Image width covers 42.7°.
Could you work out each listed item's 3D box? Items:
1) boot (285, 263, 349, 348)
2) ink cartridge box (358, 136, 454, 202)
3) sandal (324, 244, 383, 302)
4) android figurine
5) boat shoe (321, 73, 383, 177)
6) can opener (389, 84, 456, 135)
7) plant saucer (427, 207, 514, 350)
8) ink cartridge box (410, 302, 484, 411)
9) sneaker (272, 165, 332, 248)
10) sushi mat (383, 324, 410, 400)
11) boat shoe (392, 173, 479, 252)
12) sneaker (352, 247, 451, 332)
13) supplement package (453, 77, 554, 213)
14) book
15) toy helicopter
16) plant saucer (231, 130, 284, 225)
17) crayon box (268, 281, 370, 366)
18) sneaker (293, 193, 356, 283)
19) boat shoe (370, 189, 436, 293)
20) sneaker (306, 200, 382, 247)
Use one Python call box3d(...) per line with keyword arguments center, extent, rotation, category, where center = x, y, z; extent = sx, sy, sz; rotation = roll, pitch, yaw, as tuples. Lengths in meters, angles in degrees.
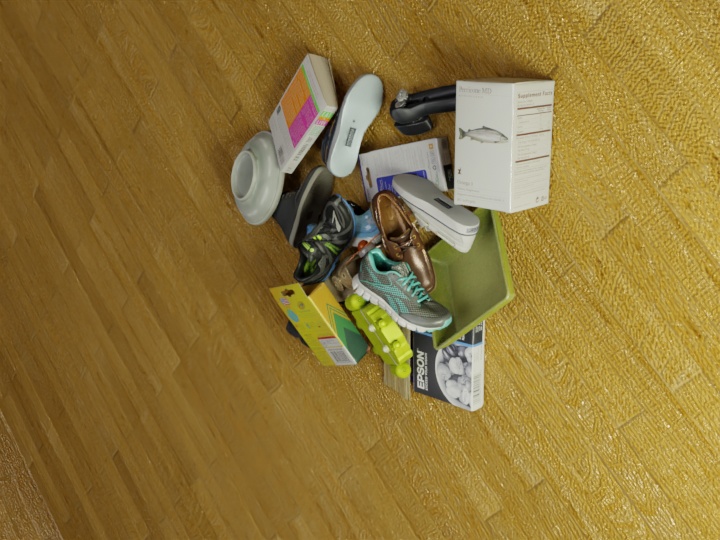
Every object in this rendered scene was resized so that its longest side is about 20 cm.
box3d(center=(-0.069, 0.088, 1.894), extent=(0.165, 0.065, 0.201), rotation=(44, 128, 30), category="boot")
box3d(center=(0.082, -0.183, 1.689), extent=(0.199, 0.037, 0.095), rotation=(-5, 99, 43), category="ink cartridge box")
box3d(center=(-0.002, -0.005, 1.747), extent=(0.211, 0.070, 0.078), rotation=(-26, 74, 23), category="sandal")
box3d(center=(0.037, 0.118, 1.706), extent=(0.183, 0.041, 0.200), rotation=(57, 169, -4), category="android figurine")
box3d(center=(-0.024, -0.281, 1.744), extent=(0.201, 0.070, 0.091), rotation=(-68, 24, 13), category="boat shoe")
box3d(center=(0.130, -0.293, 1.604), extent=(0.199, 0.078, 0.064), rotation=(-11, 55, 43), category="can opener")
box3d(center=(0.192, 0.013, 1.582), extent=(0.200, 0.048, 0.201), rotation=(-42, 42, 43), category="plant saucer")
box3d(center=(0.142, 0.140, 1.716), extent=(0.199, 0.043, 0.200), rotation=(13, 110, 44), category="ink cartridge box")
box3d(center=(-0.131, -0.151, 1.882), extent=(0.106, 0.074, 0.201), rotation=(46, 130, 26), category="sneaker")
box3d(center=(0.070, 0.145, 1.784), extent=(0.096, 0.012, 0.202), rotation=(31, 127, 57), category="sushi mat")
box3d(center=(0.125, -0.101, 1.601), extent=(0.200, 0.072, 0.066), rotation=(36, 130, 32), category="boat shoe")
box3d(center=(0.071, 0.031, 1.572), extent=(0.199, 0.077, 0.092), rotation=(29, 130, 24), category="sneaker")
box3d(center=(0.229, -0.205, 1.477), extent=(0.116, 0.117, 0.202), rotation=(13, 110, 43), category="supplement package")
box3d(center=(-0.116, -0.305, 1.814), extent=(0.200, 0.048, 0.134), rotation=(-47, 48, 44), category="book")
box3d(center=(0.057, -0.043, 1.684), extent=(0.131, 0.079, 0.201), rotation=(23, 90, 2), category="toy helicopter")
box3d(center=(-0.228, -0.197, 1.940), extent=(0.200, 0.050, 0.202), rotation=(-10, 78, 54), category="plant saucer")
box3d(center=(-0.082, 0.096, 1.812), extent=(0.127, 0.051, 0.201), rotation=(-10, 119, 56), category="crayon box")
box3d(center=(-0.070, -0.052, 1.736), extent=(0.071, 0.082, 0.200), rotation=(41, 123, 23), category="sneaker")
box3d(center=(0.072, -0.048, 1.613), extent=(0.072, 0.068, 0.201), rotation=(-25, 86, 2), category="boat shoe")
box3d(center=(-0.024, -0.092, 1.796), extent=(0.199, 0.078, 0.091), rotation=(-2, 98, 38), category="sneaker")
